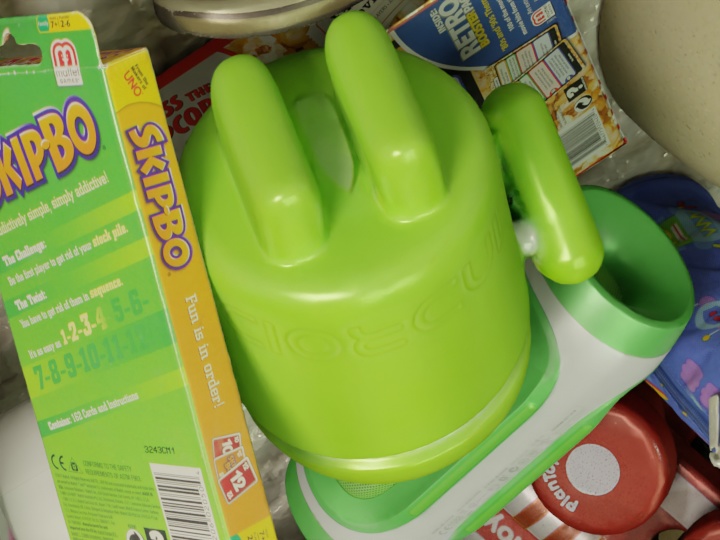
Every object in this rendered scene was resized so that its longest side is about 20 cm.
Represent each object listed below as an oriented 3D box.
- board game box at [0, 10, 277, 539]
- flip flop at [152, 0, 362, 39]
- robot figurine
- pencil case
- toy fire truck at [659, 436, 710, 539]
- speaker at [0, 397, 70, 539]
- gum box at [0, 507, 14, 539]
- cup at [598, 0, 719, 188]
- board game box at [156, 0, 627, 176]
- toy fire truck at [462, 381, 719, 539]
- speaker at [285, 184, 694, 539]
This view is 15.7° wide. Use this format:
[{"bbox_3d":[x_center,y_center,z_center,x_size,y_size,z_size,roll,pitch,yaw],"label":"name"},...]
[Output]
[{"bbox_3d":[-0.090,0.007,0.903,0.030,0.095,0.201,-29,110,-39],"label":"board game box"},{"bbox_3d":[0.011,-0.146,0.907,0.199,0.081,0.058,-31,118,0],"label":"flip flop"},{"bbox_3d":[0.000,0.000,0.938,0.174,0.116,0.201,-23,144,-4],"label":"robot figurine"},{"bbox_3d":[0.157,0.036,1.118,0.086,0.200,0.079,-4,122,-21],"label":"pencil case"},{"bbox_3d":[0.241,0.175,1.356,0.199,0.176,0.129,3,130,-41],"label":"toy fire truck"},{"bbox_3d":[-0.147,0.106,1.020,0.199,0.082,0.081,-31,146,16],"label":"speaker"},{"bbox_3d":[-0.171,0.112,0.925,0.066,0.201,0.114,-20,-170,14],"label":"gum box"},{"bbox_3d":[0.219,-0.088,1.069,0.199,0.144,0.201,-21,141,-18],"label":"cup"},{"bbox_3d":[-0.003,-0.048,1.021,0.199,0.046,0.152,-34,144,-2],"label":"board game box"},{"bbox_3d":[0.124,0.134,1.216,0.168,0.200,0.112,-50,178,27],"label":"toy fire truck"},{"bbox_3d":[0.052,0.052,1.118,0.088,0.089,0.200,6,140,-42],"label":"speaker"}]
